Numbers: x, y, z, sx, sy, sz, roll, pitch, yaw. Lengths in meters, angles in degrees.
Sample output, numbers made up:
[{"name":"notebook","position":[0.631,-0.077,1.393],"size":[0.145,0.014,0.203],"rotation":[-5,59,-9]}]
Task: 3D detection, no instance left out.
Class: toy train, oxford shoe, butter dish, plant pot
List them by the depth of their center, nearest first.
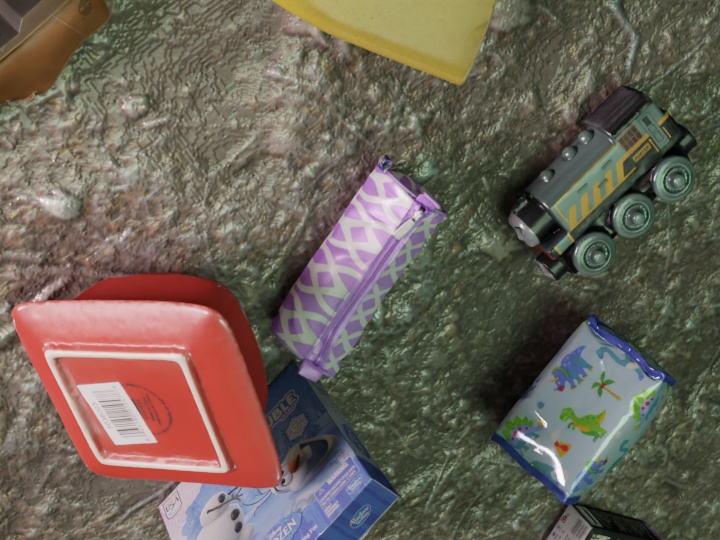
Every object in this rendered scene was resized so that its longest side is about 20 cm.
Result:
[{"name":"plant pot","position":[-0.016,-0.270,0.776],"size":[0.199,0.196,0.195],"rotation":[10,111,-25]},{"name":"oxford shoe","position":[-0.265,-0.141,0.796],"size":[0.200,0.071,0.071],"rotation":[-38,141,1]},{"name":"butter dish","position":[-0.156,0.071,0.923],"size":[0.199,0.148,0.201],"rotation":[-1,128,20]},{"name":"toy train","position":[0.235,-0.084,1.067],"size":[0.200,0.085,0.114],"rotation":[-44,114,3]}]

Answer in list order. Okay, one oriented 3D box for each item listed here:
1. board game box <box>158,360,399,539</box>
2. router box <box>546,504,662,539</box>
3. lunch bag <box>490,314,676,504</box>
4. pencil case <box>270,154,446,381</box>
[{"name":"board game box","position":[-0.082,0.210,0.992],"size":[0.200,0.199,0.043],"rotation":[-48,124,4]},{"name":"router box","position":[0.268,0.392,1.353],"size":[0.149,0.051,0.200],"rotation":[21,106,-35]},{"name":"lunch bag","position":[0.247,0.150,1.170],"size":[0.170,0.127,0.200],"rotation":[-51,155,7]},{"name":"pencil case","position":[0.000,0.000,0.989],"size":[0.084,0.086,0.200],"rotation":[27,103,-32]}]
